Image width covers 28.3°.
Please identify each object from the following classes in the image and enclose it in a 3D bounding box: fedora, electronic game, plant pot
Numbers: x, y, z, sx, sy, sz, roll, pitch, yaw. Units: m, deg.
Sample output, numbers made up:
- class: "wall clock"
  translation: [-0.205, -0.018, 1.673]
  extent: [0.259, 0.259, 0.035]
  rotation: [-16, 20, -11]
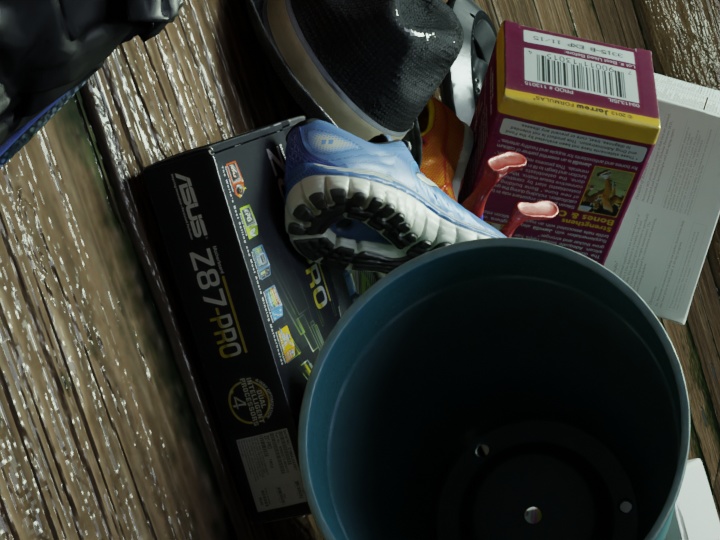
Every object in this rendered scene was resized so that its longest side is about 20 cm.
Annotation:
- class: "fedora"
  translation: [0.009, -0.160, 0.963]
  extent: [0.200, 0.091, 0.202]
  rotation: [43, 23, -23]
- class: "electronic game"
  translation: [0.110, -0.163, 1.367]
  extent: [0.200, 0.041, 0.203]
  rotation: [-8, 90, -71]
- class: "plant pot"
  translation: [0.085, 0.113, 0.790]
  extent: [0.188, 0.197, 0.203]
  rotation: [59, 23, -62]

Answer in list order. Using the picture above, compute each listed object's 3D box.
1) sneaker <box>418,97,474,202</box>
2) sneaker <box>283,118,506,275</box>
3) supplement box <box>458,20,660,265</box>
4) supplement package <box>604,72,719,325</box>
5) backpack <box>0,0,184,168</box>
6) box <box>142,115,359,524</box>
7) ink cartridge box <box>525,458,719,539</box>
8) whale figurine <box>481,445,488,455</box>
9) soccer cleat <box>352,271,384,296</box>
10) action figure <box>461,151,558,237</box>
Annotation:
- class: "sneaker"
  translation: [0.043, -0.057, 1.108]
  extent: [0.077, 0.073, 0.202]
  rotation: [31, 39, -29]
- class: "sneaker"
  translation: [0.029, -0.037, 0.850]
  extent: [0.199, 0.078, 0.090]
  rotation: [29, 38, -45]
- class: "supplement box"
  translation: [0.152, -0.085, 1.169]
  extent: [0.104, 0.129, 0.201]
  rotation: [-85, -172, -46]
- class: "supplement package"
  translation: [0.239, -0.086, 1.332]
  extent: [0.147, 0.197, 0.194]
  rotation: [-43, 149, -68]
- class: "backpack"
  translation: [-0.181, -0.069, 0.359]
  extent: [0.201, 0.146, 0.183]
  rotation: [-52, 133, -15]
- class: "box"
  translation: [-0.046, 0.021, 0.815]
  extent: [0.161, 0.048, 0.203]
  rotation: [-35, 110, -72]
- class: "ink cartridge box"
  translation: [0.141, 0.220, 0.945]
  extent: [0.147, 0.198, 0.147]
  rotation: [5, 70, -68]
- class: "whale figurine"
  translation: [0.148, 0.116, 1.175]
  extent: [0.159, 0.102, 0.203]
  rotation: [7, 69, -69]
- class: "soccer cleat"
  translation: [-0.001, 0.000, 0.945]
  extent: [0.064, 0.084, 0.202]
  rotation: [1, 54, -39]
- class: "action figure"
  translation: [0.089, 0.005, 0.993]
  extent: [0.098, 0.201, 0.066]
  rotation: [-8, 56, -35]
